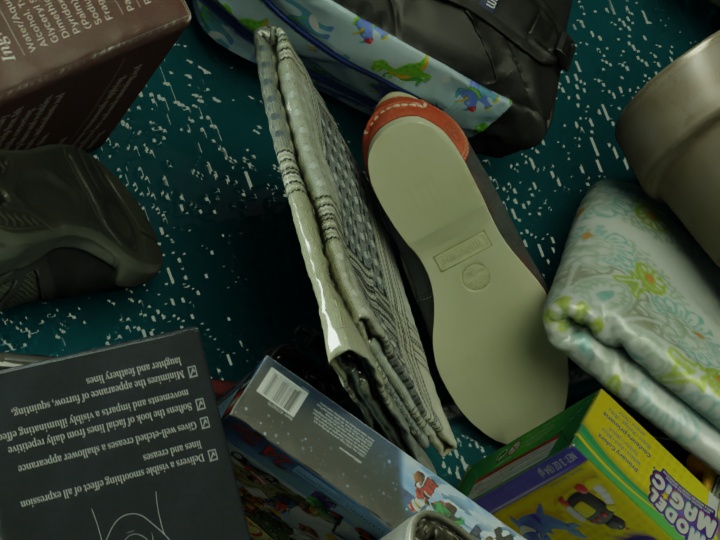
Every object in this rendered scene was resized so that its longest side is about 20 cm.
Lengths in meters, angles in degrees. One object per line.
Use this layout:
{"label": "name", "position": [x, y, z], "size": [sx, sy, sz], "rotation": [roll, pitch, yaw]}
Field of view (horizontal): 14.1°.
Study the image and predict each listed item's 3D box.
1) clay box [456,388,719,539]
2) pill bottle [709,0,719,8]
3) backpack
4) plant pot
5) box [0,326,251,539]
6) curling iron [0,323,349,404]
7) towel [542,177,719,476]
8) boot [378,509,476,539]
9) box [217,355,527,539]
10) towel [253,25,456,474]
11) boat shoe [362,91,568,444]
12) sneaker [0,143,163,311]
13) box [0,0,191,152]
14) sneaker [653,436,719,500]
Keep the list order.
{"label": "clay box", "position": [0.151, 0.160, 1.494], "size": [0.200, 0.115, 0.048], "rotation": [43, 48, -10]}
{"label": "pill bottle", "position": [0.290, -0.164, 1.697], "size": [0.200, 0.114, 0.115], "rotation": [35, 61, -7]}
{"label": "backpack", "position": [0.006, -0.163, 1.573], "size": [0.199, 0.153, 0.164], "rotation": [26, 62, -36]}
{"label": "plant pot", "position": [0.259, -0.040, 1.557], "size": [0.199, 0.200, 0.174], "rotation": [-16, 73, -27]}
{"label": "box", "position": [-0.136, 0.142, 1.357], "size": [0.148, 0.107, 0.201], "rotation": [-11, 86, -45]}
{"label": "curling iron", "position": [-0.100, 0.050, 1.494], "size": [0.199, 0.026, 0.050], "rotation": [2, 106, -18]}
{"label": "towel", "position": [0.190, 0.045, 1.560], "size": [0.200, 0.048, 0.171], "rotation": [37, 23, -5]}
{"label": "boot", "position": [-0.018, 0.157, 1.388], "size": [0.073, 0.200, 0.182], "rotation": [-39, 88, -30]}
{"label": "box", "position": [0.005, 0.130, 1.445], "size": [0.200, 0.137, 0.038], "rotation": [36, 64, -6]}
{"label": "towel", "position": [0.000, 0.000, 1.456], "size": [0.034, 0.193, 0.201], "rotation": [-17, 60, 5]}
{"label": "boat shoe", "position": [0.055, -0.002, 1.543], "size": [0.071, 0.063, 0.201], "rotation": [-25, 110, 4]}
{"label": "sneaker", "position": [-0.182, -0.006, 1.448], "size": [0.077, 0.114, 0.199], "rotation": [61, 23, 12]}
{"label": "box", "position": [-0.222, -0.126, 1.435], "size": [0.199, 0.166, 0.165], "rotation": [-25, 81, -29]}
{"label": "sneaker", "position": [0.183, 0.140, 1.549], "size": [0.199, 0.082, 0.078], "rotation": [21, 63, -15]}
